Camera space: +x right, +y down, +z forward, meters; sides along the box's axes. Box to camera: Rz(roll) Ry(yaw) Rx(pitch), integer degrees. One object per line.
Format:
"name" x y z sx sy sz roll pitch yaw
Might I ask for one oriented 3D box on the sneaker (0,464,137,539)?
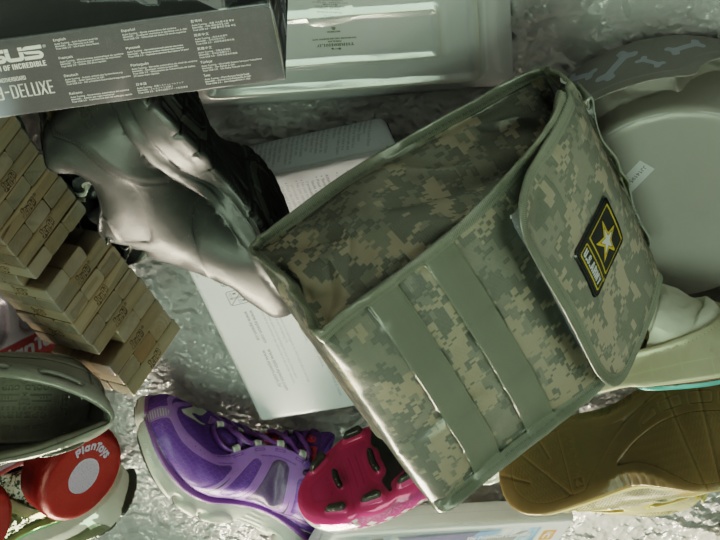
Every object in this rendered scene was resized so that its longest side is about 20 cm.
"sneaker" -0.253 0.153 1.363 0.199 0.077 0.089 -24 115 13

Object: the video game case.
"video game case" 0.029 0.227 1.408 0.198 0.023 0.183 1 135 -31

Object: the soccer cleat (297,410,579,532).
"soccer cleat" 0.057 0.121 1.302 0.199 0.070 0.087 -31 136 -1

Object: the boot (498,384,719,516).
"boot" 0.205 0.115 1.278 0.199 0.074 0.155 -19 165 25

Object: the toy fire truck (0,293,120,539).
"toy fire truck" -0.238 0.075 1.220 0.199 0.112 0.169 -25 133 -37

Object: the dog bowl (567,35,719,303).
"dog bowl" 0.183 -0.051 1.187 0.198 0.059 0.201 -1 131 -1

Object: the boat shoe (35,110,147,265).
"boat shoe" -0.152 -0.077 1.140 0.073 0.060 0.201 25 134 21

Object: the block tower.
"block tower" -0.182 -0.011 1.148 0.054 0.058 0.201 10 146 39

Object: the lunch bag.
"lunch bag" 0.070 0.005 1.104 0.199 0.118 0.165 -37 129 -5

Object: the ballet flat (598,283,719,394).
"ballet flat" 0.153 0.042 1.192 0.198 0.070 0.070 -13 131 9

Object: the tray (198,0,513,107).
"tray" -0.013 -0.135 1.134 0.198 0.022 0.108 -4 131 2

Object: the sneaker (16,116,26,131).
"sneaker" -0.277 -0.012 1.156 0.199 0.141 0.078 -31 122 24

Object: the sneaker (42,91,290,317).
"sneaker" -0.100 -0.038 1.115 0.090 0.076 0.200 -27 130 15

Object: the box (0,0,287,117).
"box" -0.136 -0.149 1.029 0.198 0.159 0.050 -7 132 6

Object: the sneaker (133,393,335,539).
"sneaker" -0.064 0.123 1.331 0.199 0.081 0.083 28 124 -35

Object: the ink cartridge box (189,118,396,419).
"ink cartridge box" 0.000 0.000 1.230 0.198 0.041 0.201 -9 131 16

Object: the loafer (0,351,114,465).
"loafer" -0.232 0.077 1.119 0.198 0.070 0.071 -5 104 -33
